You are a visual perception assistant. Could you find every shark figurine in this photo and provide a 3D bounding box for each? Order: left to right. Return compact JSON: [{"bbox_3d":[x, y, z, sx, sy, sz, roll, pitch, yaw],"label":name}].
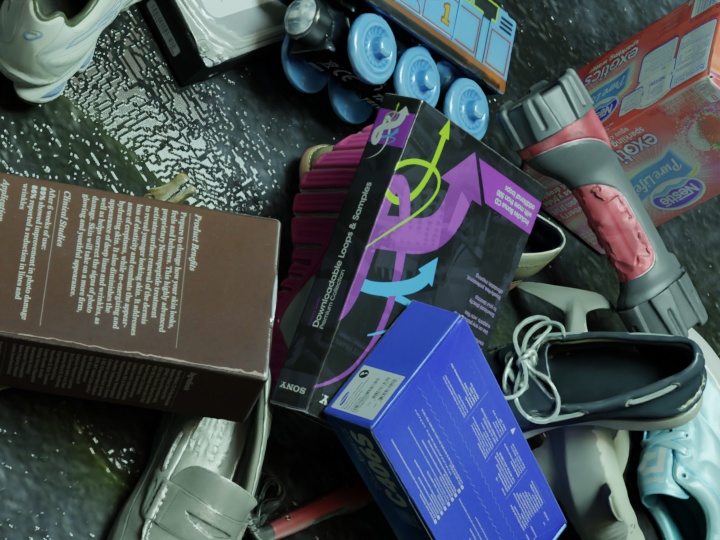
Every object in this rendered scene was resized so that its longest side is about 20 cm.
[{"bbox_3d":[0.134,0.105,1.340,0.128,0.089,0.217,19,61,-73],"label":"shark figurine"}]

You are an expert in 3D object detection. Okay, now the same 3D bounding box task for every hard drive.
[{"bbox_3d":[-0.074,-0.216,1.340,0.199,0.038,0.141,-25,87,-45],"label":"hard drive"}]

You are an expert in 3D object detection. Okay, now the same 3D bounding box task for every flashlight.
[{"bbox_3d":[0.166,-0.037,1.364,0.201,0.067,0.068,62,11,-7],"label":"flashlight"}]

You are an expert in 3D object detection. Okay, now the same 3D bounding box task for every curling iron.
[{"bbox_3d":[-0.008,0.129,1.237,0.199,0.025,0.050,-11,80,-43],"label":"curling iron"}]

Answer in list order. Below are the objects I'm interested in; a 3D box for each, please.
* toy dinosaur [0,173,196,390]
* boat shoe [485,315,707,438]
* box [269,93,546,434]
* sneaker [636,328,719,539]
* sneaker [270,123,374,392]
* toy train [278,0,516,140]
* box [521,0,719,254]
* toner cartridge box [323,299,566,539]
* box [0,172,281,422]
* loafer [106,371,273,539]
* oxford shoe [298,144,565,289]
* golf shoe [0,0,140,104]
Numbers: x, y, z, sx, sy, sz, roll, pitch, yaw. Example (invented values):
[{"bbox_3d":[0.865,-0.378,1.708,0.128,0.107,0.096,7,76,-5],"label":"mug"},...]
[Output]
[{"bbox_3d":[-0.150,0.034,1.158,0.101,0.058,0.200,39,60,3],"label":"toy dinosaur"},{"bbox_3d":[0.124,0.072,1.277,0.198,0.062,0.075,1,56,9],"label":"boat shoe"},{"bbox_3d":[0.033,0.013,1.212,0.143,0.036,0.202,29,80,-47],"label":"box"},{"bbox_3d":[0.229,0.129,1.405,0.082,0.074,0.202,-9,75,-45],"label":"sneaker"},{"bbox_3d":[0.000,0.000,1.261,0.088,0.081,0.201,36,72,-46],"label":"sneaker"},{"bbox_3d":[0.023,-0.156,1.334,0.199,0.086,0.115,28,67,-46],"label":"toy train"},{"bbox_3d":[0.218,-0.107,1.419,0.094,0.200,0.103,36,50,-21],"label":"box"},{"bbox_3d":[0.056,0.122,1.208,0.095,0.043,0.201,-48,132,-24],"label":"toner cartridge box"},{"bbox_3d":[-0.149,0.013,1.095,0.198,0.075,0.101,10,62,-10],"label":"box"},{"bbox_3d":[-0.096,0.135,1.130,0.070,0.070,0.201,30,53,-26],"label":"loafer"},{"bbox_3d":[0.051,-0.046,1.337,0.199,0.074,0.071,19,61,-32],"label":"oxford shoe"},{"bbox_3d":[-0.155,-0.194,1.195,0.078,0.097,0.201,30,61,-9],"label":"golf shoe"}]
